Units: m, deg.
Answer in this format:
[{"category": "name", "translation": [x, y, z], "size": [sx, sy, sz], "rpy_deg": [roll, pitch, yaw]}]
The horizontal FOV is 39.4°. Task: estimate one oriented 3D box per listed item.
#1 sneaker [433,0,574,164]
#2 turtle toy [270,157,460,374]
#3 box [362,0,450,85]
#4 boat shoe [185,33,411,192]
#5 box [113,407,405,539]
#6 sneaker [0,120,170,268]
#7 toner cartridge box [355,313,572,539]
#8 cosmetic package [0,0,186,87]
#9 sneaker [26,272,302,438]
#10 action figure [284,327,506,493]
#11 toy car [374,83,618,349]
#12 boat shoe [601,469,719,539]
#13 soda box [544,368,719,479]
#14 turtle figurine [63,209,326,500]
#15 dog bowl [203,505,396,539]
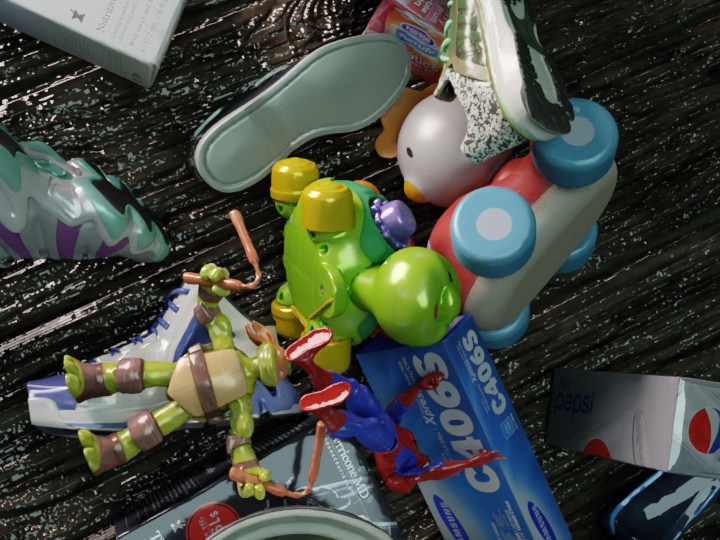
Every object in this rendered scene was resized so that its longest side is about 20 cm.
[{"category": "sneaker", "translation": [0.080, -0.162, 0.722], "size": [0.077, 0.088, 0.201], "rpy_deg": [23, 46, -44]}, {"category": "turtle toy", "translation": [0.000, 0.000, 0.741], "size": [0.100, 0.200, 0.147], "rpy_deg": [-6, 110, -21]}, {"category": "box", "translation": [0.098, -0.260, 0.833], "size": [0.095, 0.100, 0.201], "rpy_deg": [33, 78, -10]}, {"category": "boat shoe", "translation": [-0.052, -0.132, 0.803], "size": [0.199, 0.060, 0.076], "rpy_deg": [-28, 113, -17]}, {"category": "box", "translation": [-0.059, 0.231, 0.750], "size": [0.181, 0.104, 0.201], "rpy_deg": [-28, 93, -16]}, {"category": "sneaker", "translation": [-0.252, -0.023, 0.741], "size": [0.199, 0.078, 0.140], "rpy_deg": [31, 105, -33]}, {"category": "toner cartridge box", "translation": [0.080, 0.136, 0.779], "size": [0.043, 0.095, 0.201], "rpy_deg": [-37, 106, -41]}, {"category": "cosmetic package", "translation": [-0.229, -0.233, 0.755], "size": [0.199, 0.081, 0.114], "rpy_deg": [21, 82, -13]}, {"category": "sneaker", "translation": [-0.147, 0.063, 0.761], "size": [0.198, 0.081, 0.116], "rpy_deg": [-4, 76, -13]}, {"category": "action figure", "translation": [0.033, 0.099, 0.697], "size": [0.098, 0.200, 0.066], "rpy_deg": [-23, 55, 7]}, {"category": "toy car", "translation": [0.082, -0.070, 0.803], "size": [0.200, 0.185, 0.177], "rpy_deg": [39, 76, 21]}, {"category": "boat shoe", "translation": [0.300, 0.178, 0.866], "size": [0.200, 0.084, 0.069], "rpy_deg": [-38, 76, -1]}, {"category": "soda box", "translation": [0.215, 0.116, 0.781], "size": [0.063, 0.200, 0.069], "rpy_deg": [10, 84, -14]}, {"category": "turtle figurine", "translation": [-0.116, 0.070, 0.692], "size": [0.160, 0.064, 0.202], "rpy_deg": [-14, 89, -9]}, {"category": "dog bowl", "translation": [-0.048, 0.251, 0.660], "size": [0.198, 0.074, 0.202], "rpy_deg": [1, 85, -15]}]
